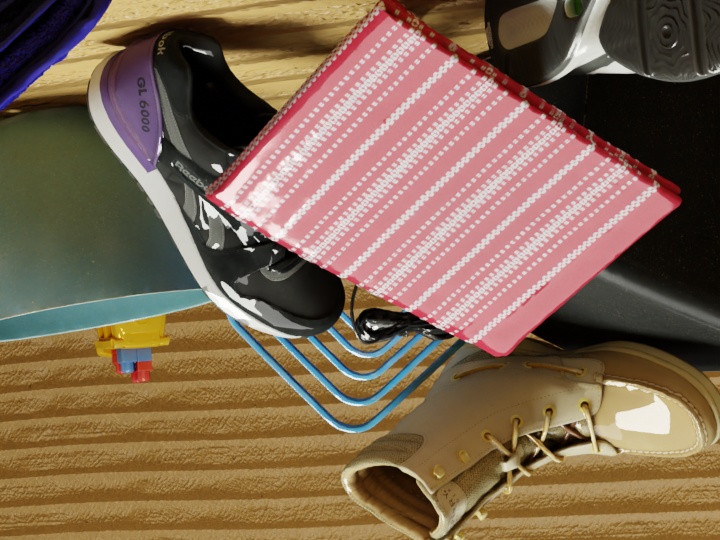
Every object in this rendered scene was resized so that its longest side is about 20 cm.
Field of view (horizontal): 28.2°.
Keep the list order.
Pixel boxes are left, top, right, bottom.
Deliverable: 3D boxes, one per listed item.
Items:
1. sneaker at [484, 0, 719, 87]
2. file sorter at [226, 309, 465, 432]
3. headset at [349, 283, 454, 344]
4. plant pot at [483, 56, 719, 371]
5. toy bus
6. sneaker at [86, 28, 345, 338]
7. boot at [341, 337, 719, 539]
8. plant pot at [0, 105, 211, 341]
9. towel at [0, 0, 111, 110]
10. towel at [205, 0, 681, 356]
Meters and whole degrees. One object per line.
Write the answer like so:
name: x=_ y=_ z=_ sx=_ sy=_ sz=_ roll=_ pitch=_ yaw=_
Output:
sneaker: x=0.152 y=-0.126 z=0.637 sx=0.114 sy=0.077 sz=0.200 roll=-12 pitch=-172 yaw=-27
file sorter: x=0.000 y=0.000 z=0.973 sx=0.123 sy=0.139 sz=0.200 roll=-43 pitch=-171 yaw=14
headset: x=0.027 y=-0.040 z=0.795 sx=0.093 sy=0.202 sz=0.124 roll=1 pitch=-142 yaw=-10
plant pot: x=0.162 y=-0.051 z=0.863 sx=0.176 sy=0.202 sz=0.199 roll=11 pitch=170 yaw=-29
toy bus: x=-0.398 y=0.094 z=2.425 sx=0.134 sy=0.195 sz=0.199 roll=-4 pitch=178 yaw=-29
sneaker: x=-0.062 y=-0.042 z=0.785 sx=0.087 sy=0.201 sz=0.076 roll=-13 pitch=-146 yaw=47
boot: x=0.100 y=0.104 z=0.848 sx=0.198 sy=0.074 sz=0.155 roll=9 pitch=-146 yaw=41
plant pot: x=-0.197 y=-0.034 z=0.969 sx=0.197 sy=0.137 sz=0.200 roll=-10 pitch=175 yaw=-1
towel: x=-0.178 y=-0.071 z=0.610 sx=0.148 sy=0.050 sz=0.199 roll=-45 pitch=-164 yaw=-22
towel: x=0.044 y=-0.037 z=0.703 sx=0.199 sy=0.023 sz=0.145 roll=28 pitch=125 yaw=-28
